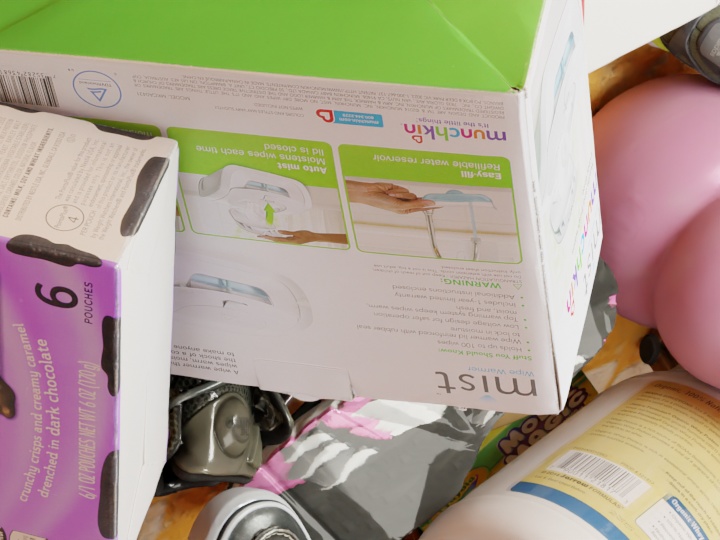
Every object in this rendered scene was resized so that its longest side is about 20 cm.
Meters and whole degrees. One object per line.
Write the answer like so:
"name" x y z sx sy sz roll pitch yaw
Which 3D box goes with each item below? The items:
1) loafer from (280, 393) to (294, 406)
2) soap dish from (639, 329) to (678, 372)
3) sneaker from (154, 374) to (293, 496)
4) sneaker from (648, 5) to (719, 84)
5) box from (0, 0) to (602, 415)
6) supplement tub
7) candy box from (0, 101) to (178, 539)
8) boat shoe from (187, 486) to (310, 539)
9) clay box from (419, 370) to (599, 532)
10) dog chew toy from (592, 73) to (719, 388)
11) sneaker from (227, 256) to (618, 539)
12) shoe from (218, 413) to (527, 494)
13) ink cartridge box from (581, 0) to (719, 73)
"loafer" 0.000 0.000 1.277 0.200 0.063 0.072 -43 142 1
"soap dish" 0.227 0.020 1.444 0.081 0.158 0.201 6 125 -26
"sneaker" -0.063 0.013 1.192 0.076 0.114 0.200 -3 125 -41
"sneaker" 0.207 -0.108 1.346 0.199 0.081 0.074 -2 129 -42
"box" -0.020 -0.042 1.040 0.177 0.199 0.097 77 23 -49
"supplement tub" 0.130 0.135 1.338 0.200 0.144 0.145 -32 147 -44
"candy box" -0.171 0.015 1.024 0.072 0.199 0.168 -70 169 -45
"boat shoe" -0.029 0.195 1.249 0.072 0.071 0.201 -13 101 -32
"clay box" 0.080 0.103 1.473 0.115 0.048 0.200 -41 145 -1
"dog chew toy" 0.179 -0.001 1.327 0.124 0.200 0.125 -23 140 -21
"sneaker" 0.025 0.051 1.303 0.200 0.086 0.080 -35 118 0
"shoe" 0.006 0.074 1.363 0.199 0.070 0.054 -31 122 -9
"ink cartridge box" 0.090 -0.167 1.121 0.199 0.144 0.084 -28 144 -18
